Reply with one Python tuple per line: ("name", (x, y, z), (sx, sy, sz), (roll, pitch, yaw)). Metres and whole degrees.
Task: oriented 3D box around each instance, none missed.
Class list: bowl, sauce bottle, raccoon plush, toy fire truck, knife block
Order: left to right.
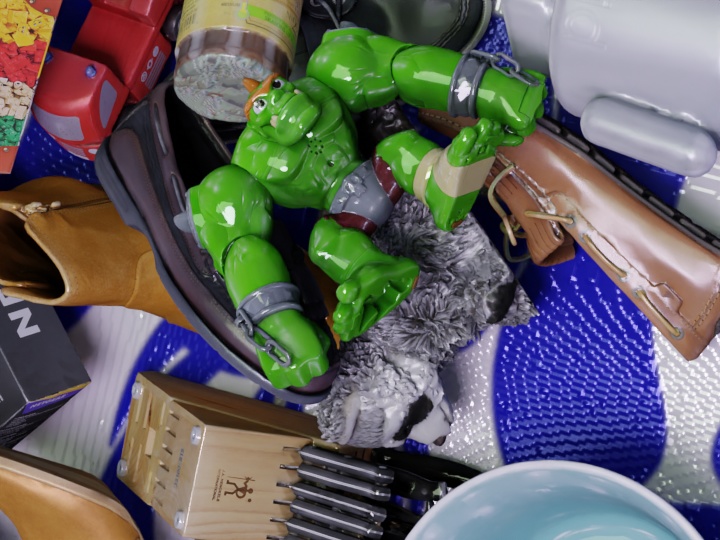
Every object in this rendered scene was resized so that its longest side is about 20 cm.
("toy fire truck", (-0.133, -0.173, 1.502), (0.049, 0.141, 0.201), (19, 75, 23))
("sauce bottle", (-0.058, -0.178, 1.477), (0.064, 0.065, 0.201), (-7, 58, 23))
("knife block", (-0.027, 0.116, 1.522), (0.200, 0.175, 0.064), (-155, 76, -67))
("raccoon plush", (0.000, 0.000, 1.464), (0.134, 0.097, 0.200), (-34, 75, 2))
("bowl", (0.118, 0.194, 1.427), (0.200, 0.105, 0.202), (1, 92, 23))

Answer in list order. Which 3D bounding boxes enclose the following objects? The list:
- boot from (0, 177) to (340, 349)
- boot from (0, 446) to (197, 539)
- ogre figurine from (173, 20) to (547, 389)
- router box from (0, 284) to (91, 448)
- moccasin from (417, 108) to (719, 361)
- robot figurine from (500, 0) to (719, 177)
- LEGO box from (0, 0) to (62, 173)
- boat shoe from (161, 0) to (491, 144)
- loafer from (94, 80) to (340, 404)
("boot", (-0.115, 0.007, 1.494), (0.201, 0.144, 0.071), (26, 109, 23))
("boot", (-0.162, 0.189, 1.528), (0.201, 0.071, 0.145), (24, 90, -14))
("ogre figurine", (-0.010, -0.045, 1.377), (0.120, 0.098, 0.200), (34, 95, 24))
("router box", (-0.257, 0.018, 1.587), (0.157, 0.052, 0.201), (-37, 77, 42))
("moccasin", (0.110, -0.028, 1.449), (0.201, 0.074, 0.078), (37, 96, 9))
("robot figurine", (0.173, -0.121, 1.391), (0.199, 0.113, 0.170), (15, 63, 22))
("LEGO box", (-0.213, -0.179, 1.493), (0.149, 0.077, 0.201), (115, 156, -46))
("boat shoe", (-0.026, -0.120, 1.504), (0.199, 0.066, 0.075), (-14, 84, 23))
("loafer", (-0.070, -0.018, 1.428), (0.200, 0.072, 0.063), (51, 122, 29))
